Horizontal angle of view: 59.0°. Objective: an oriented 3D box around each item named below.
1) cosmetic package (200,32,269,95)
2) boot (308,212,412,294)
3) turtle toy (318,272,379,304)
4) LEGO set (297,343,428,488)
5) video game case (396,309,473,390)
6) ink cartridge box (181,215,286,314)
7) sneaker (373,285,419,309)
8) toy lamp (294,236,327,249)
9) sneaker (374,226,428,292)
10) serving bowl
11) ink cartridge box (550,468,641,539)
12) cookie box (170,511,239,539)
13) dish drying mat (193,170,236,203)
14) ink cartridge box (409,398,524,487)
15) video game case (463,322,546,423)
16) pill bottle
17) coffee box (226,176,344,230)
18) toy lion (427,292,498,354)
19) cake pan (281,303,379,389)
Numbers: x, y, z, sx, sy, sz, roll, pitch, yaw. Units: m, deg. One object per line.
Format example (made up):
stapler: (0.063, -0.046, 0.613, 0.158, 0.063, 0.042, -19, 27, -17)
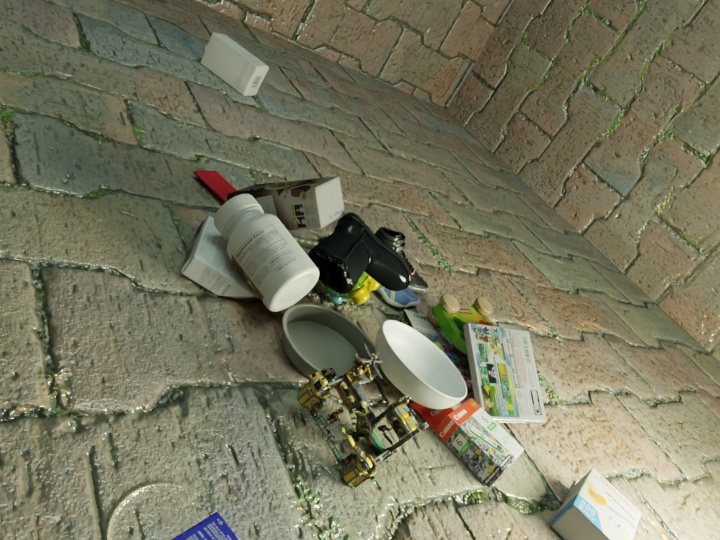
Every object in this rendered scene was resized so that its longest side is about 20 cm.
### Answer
cosmetic package: (-0.414, -0.675, 2.088, 0.199, 0.113, 0.081, 40, 26, 10)
boot: (0.000, 0.000, 1.220, 0.200, 0.076, 0.169, 47, 38, -10)
turtle toy: (-0.034, -0.003, 1.348, 0.147, 0.100, 0.200, 59, 26, -6)
LEGO set: (0.011, 0.211, 0.967, 0.153, 0.116, 0.201, 2, 52, -51)
video game case: (0.188, 0.175, 1.374, 0.198, 0.036, 0.182, 19, 29, -29)
ink cartridge box: (-0.229, 0.002, 1.198, 0.199, 0.057, 0.163, 40, 21, -22)
sneaker: (0.057, 0.013, 1.462, 0.199, 0.077, 0.076, 38, 24, 7)
toy lamp: (-0.151, -0.065, 1.377, 0.198, 0.059, 0.058, 7, 35, -42)
sneaker: (0.100, -0.029, 1.561, 0.199, 0.100, 0.071, 34, 23, -1)
serving bowl: (0.100, 0.183, 1.173, 0.199, 0.066, 0.201, 35, 18, -13)
ink cartridge box: (0.433, 0.441, 1.155, 0.115, 0.068, 0.199, 43, 26, 19)
cookie box: (-0.194, 0.318, 0.515, 0.075, 0.172, 0.199, 39, 26, 22)
dish drying mat: (-0.289, -0.160, 1.431, 0.200, 0.018, 0.077, 42, 26, 19)
ink cartridge box: (0.195, 0.288, 1.166, 0.200, 0.051, 0.108, 44, 28, 21)
video game case: (0.301, 0.216, 1.332, 0.180, 0.022, 0.203, 10, 63, -31)
pill bottle: (-0.174, -0.036, 1.145, 0.201, 0.115, 0.114, 51, 29, 17)
coffee box: (-0.146, -0.129, 1.247, 0.197, 0.081, 0.113, -2, 18, 24)
toy lion: (0.264, 0.148, 1.409, 0.198, 0.069, 0.193, 8, 43, -42)
cake pan: (-0.058, 0.139, 1.147, 0.198, 0.037, 0.201, 27, 26, -14)
